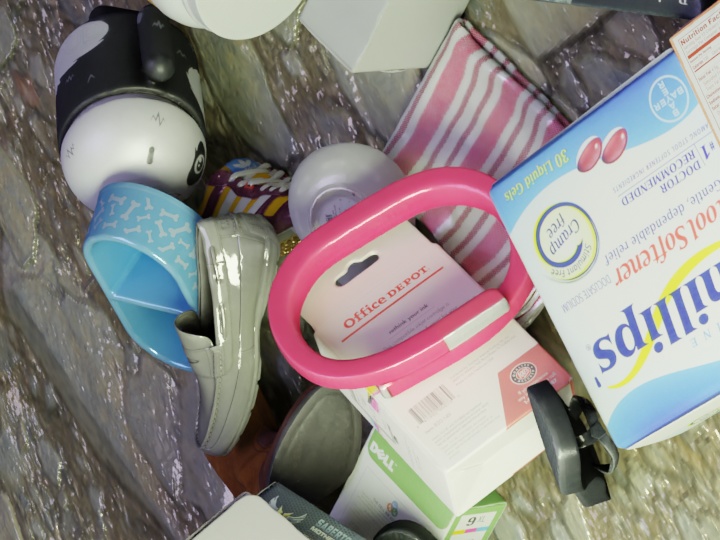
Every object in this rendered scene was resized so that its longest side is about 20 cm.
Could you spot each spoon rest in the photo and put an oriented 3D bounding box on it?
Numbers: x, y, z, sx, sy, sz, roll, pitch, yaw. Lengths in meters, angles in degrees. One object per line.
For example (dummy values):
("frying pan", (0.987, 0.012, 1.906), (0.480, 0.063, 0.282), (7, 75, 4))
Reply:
("spoon rest", (0.000, 0.000, 1.637), (0.099, 0.061, 0.201), (-4, 104, 17))

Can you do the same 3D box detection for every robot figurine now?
("robot figurine", (-0.189, -0.132, 1.780), (0.124, 0.150, 0.200), (-20, 45, 10))

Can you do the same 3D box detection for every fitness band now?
("fitness band", (0.031, 0.008, 1.522), (0.200, 0.037, 0.144), (-30, 53, -2))

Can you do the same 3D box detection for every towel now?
("towel", (0.094, -0.072, 1.578), (0.200, 0.030, 0.147), (50, 125, 32))

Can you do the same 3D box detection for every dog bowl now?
("dog bowl", (-0.157, 0.011, 1.730), (0.111, 0.050, 0.200), (12, 147, 27))

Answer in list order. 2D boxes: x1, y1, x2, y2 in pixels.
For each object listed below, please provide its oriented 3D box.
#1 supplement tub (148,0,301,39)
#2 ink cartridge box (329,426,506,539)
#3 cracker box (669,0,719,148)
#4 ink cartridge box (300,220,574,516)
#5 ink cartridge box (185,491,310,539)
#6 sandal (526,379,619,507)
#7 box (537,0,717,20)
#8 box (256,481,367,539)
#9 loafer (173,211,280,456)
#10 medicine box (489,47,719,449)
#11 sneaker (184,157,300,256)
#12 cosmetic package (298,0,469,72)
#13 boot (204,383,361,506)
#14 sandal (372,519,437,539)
("supplement tub", (-0.139, -0.282, 1.724), (0.200, 0.144, 0.145), (39, 119, 37))
("ink cartridge box", (0.042, 0.180, 1.625), (0.104, 0.059, 0.200), (45, 122, 35))
("cracker box", (0.283, -0.069, 1.307), (0.058, 0.134, 0.201), (-37, 66, 40))
("ink cartridge box", (0.049, 0.064, 1.548), (0.200, 0.116, 0.068), (46, 165, 33))
("ink cartridge box", (-0.064, 0.276, 1.530), (0.147, 0.086, 0.200), (36, 146, 24))
("sandal", (0.148, 0.112, 1.437), (0.043, 0.200, 0.076), (-20, 77, 8))
("box", (0.190, -0.268, 1.402), (0.200, 0.124, 0.197), (14, 104, 45))
("box", (-0.001, 0.263, 1.566), (0.200, 0.051, 0.158), (28, 142, 31))
("loafer", (-0.113, 0.049, 1.671), (0.070, 0.070, 0.201), (-136, 51, -62))
("medicine box", (0.212, -0.016, 1.389), (0.182, 0.103, 0.200), (-37, 72, 38))
("sneaker", (-0.077, -0.054, 1.724), (0.200, 0.075, 0.090), (-24, 81, 43))
("cosmetic package", (0.045, -0.245, 1.564), (0.074, 0.102, 0.200), (46, 122, 27))
("boot", (-0.065, 0.125, 1.708), (0.200, 0.068, 0.189), (-118, 34, -56))
("sandal", (0.086, 0.260, 1.572), (0.075, 0.048, 0.201), (-36, 93, 30))
